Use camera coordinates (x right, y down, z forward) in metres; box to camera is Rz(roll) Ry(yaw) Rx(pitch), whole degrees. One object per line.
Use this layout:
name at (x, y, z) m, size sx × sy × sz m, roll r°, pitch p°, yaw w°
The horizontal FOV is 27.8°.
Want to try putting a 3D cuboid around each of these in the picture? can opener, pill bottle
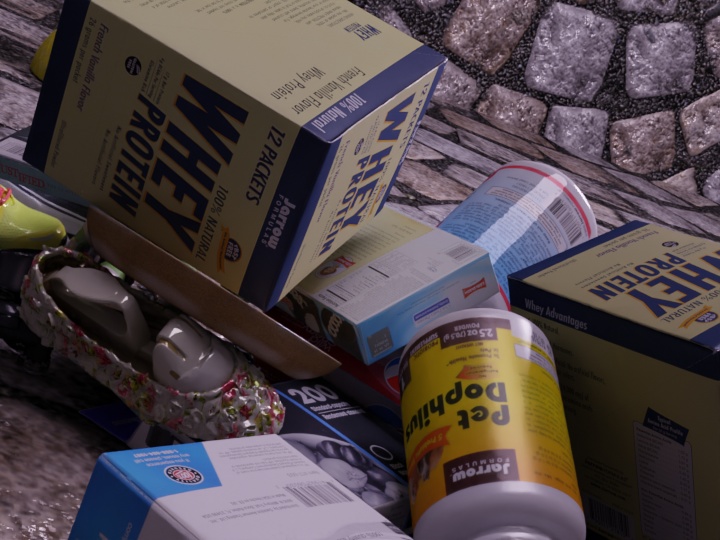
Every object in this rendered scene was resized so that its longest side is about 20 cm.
can opener at (-0.166, 0.047, 1.010) m, size 0.199 × 0.079 × 0.063 m, roll 19°, pitch 8°, yaw -21°
pill bottle at (0.096, 0.005, 1.167) m, size 0.108 × 0.109 × 0.200 m, roll 30°, pitch 51°, yaw 25°
pill bottle at (0.084, 0.130, 0.935) m, size 0.108 × 0.109 × 0.201 m, roll 17°, pitch 42°, yaw -21°

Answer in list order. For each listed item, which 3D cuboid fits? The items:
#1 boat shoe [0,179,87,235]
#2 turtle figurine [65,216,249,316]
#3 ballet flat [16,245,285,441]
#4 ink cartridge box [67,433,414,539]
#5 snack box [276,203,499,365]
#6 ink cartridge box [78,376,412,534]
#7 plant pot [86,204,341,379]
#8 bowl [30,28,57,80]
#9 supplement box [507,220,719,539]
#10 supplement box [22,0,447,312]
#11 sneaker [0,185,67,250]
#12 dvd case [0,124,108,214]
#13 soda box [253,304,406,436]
boat shoe at (-0.225, -0.072, 1.295) m, size 0.199 × 0.092 × 0.071 m, roll 24°, pitch 8°, yaw -2°
turtle figurine at (-0.161, 0.008, 1.162) m, size 0.144 × 0.200 × 0.194 m, roll 42°, pitch 31°, yaw -15°
ballet flat at (-0.136, 0.046, 0.915) m, size 0.199 × 0.064 × 0.076 m, roll 26°, pitch 51°, yaw 15°
ink cartridge box at (-0.035, 0.172, 0.744) m, size 0.199 × 0.086 × 0.146 m, roll 34°, pitch 18°, yaw 32°
snack box at (0.000, 0.000, 1.086) m, size 0.116 × 0.037 × 0.200 m, roll -28°, pitch 27°, yaw -20°
ink cartridge box at (-0.055, 0.119, 0.989) m, size 0.199 × 0.044 × 0.198 m, roll 30°, pitch 17°, yaw 27°
plant pot at (-0.103, 0.020, 0.971) m, size 0.199 × 0.028 × 0.200 m, roll 32°, pitch -5°, yaw 3°
bowl at (-0.312, -0.276, 1.864) m, size 0.199 × 0.108 × 0.200 m, roll 22°, pitch 14°, yaw -6°
supplement box at (0.224, 0.096, 1.023) m, size 0.133 × 0.202 × 0.199 m, roll -22°, pitch 25°, yaw -31°
supplement box at (-0.081, -0.111, 0.991) m, size 0.199 × 0.135 × 0.200 m, roll 31°, pitch 33°, yaw 11°
sneaker at (-0.323, -0.070, 1.152) m, size 0.199 × 0.091 × 0.078 m, roll 22°, pitch 13°, yaw -12°
dvd case at (-0.168, -0.097, 1.099) m, size 0.145 × 0.022 × 0.200 m, roll 17°, pitch 29°, yaw 23°
soda box at (0.011, 0.091, 1.103) m, size 0.199 × 0.070 × 0.063 m, roll 30°, pitch 43°, yaw 25°
